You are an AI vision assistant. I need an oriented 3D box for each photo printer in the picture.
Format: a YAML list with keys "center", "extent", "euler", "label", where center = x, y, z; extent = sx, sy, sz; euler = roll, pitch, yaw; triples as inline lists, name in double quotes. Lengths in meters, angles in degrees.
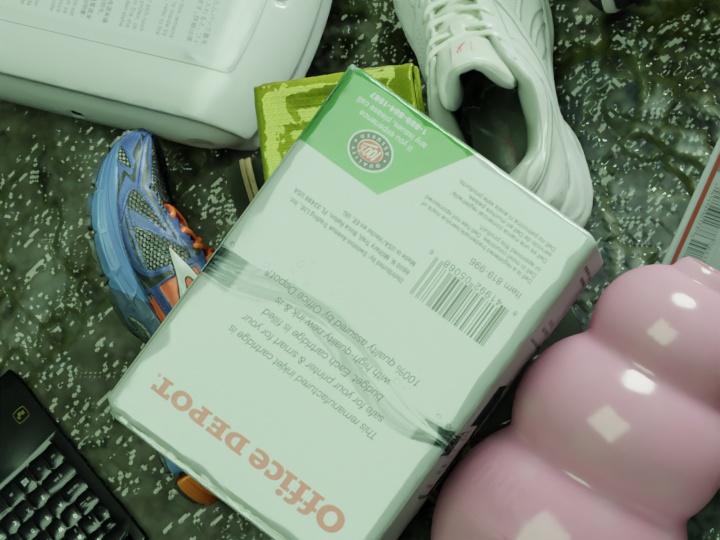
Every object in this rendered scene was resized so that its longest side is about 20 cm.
- center: [-0.112, -0.156, 1.438]
  extent: [0.200, 0.069, 0.167]
  euler: [13, 80, 19]
  label: "photo printer"

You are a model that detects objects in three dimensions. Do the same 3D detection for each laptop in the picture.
- center: [-0.203, 0.170, 1.366]
  extent: [0.177, 0.103, 0.200]
  euler: [-42, 69, 2]
  label: "laptop"

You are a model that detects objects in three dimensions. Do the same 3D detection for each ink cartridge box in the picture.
- center: [-0.001, 0.029, 1.266]
  extent: [0.147, 0.083, 0.200]
  euler: [37, 89, 11]
  label: "ink cartridge box"

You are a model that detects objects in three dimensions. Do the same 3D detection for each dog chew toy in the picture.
- center: [0.118, 0.086, 1.270]
  extent: [0.124, 0.125, 0.200]
  euler: [31, 98, 21]
  label: "dog chew toy"

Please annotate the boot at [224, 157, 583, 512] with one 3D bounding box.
- center: [0.030, 0.007, 1.361]
  extent: [0.138, 0.077, 0.200]
  euler: [-30, 83, 3]
  label: "boot"

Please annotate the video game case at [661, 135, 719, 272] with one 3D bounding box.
- center: [0.246, -0.032, 1.280]
  extent: [0.200, 0.017, 0.143]
  euler: [24, 88, 46]
  label: "video game case"

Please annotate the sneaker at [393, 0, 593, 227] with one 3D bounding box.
- center: [0.062, -0.110, 1.359]
  extent: [0.078, 0.099, 0.200]
  euler: [-24, 71, 9]
  label: "sneaker"

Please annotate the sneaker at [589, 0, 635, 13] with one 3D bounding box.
- center: [0.193, -0.205, 1.359]
  extent: [0.083, 0.072, 0.200]
  euler: [37, 89, 20]
  label: "sneaker"

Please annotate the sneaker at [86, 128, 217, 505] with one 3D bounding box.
- center: [-0.083, 0.018, 1.390]
  extent: [0.078, 0.075, 0.200]
  euler: [-21, 81, 9]
  label: "sneaker"

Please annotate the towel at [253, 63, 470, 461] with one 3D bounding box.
- center: [0.000, 0.000, 1.320]
  extent: [0.086, 0.018, 0.200]
  euler: [-7, 82, 1]
  label: "towel"
